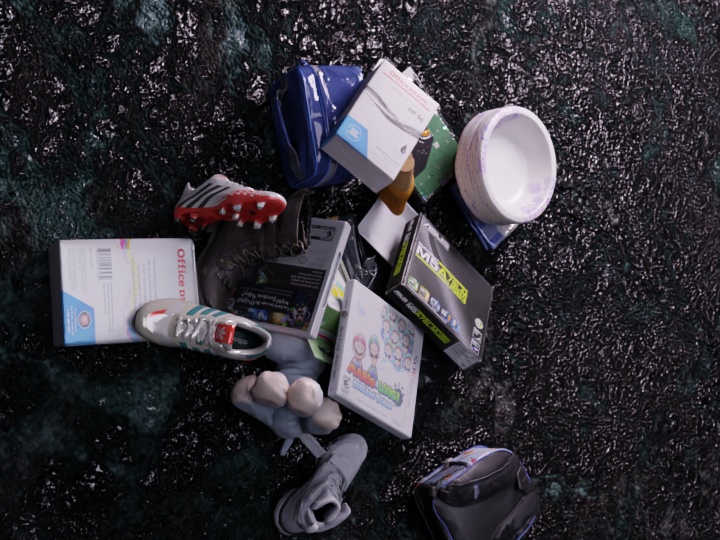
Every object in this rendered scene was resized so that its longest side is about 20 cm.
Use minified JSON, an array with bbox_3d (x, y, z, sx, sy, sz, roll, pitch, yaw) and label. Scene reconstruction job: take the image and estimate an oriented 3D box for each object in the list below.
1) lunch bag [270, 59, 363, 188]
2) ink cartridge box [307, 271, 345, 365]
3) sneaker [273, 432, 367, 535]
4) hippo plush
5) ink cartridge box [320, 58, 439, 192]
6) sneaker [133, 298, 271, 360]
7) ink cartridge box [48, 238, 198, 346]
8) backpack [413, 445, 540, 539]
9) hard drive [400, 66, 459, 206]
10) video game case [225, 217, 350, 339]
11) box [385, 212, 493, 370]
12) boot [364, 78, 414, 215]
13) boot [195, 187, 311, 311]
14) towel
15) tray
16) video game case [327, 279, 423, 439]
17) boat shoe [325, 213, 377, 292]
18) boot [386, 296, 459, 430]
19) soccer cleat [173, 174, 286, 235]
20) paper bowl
[{"bbox_3d":[-0.070,-0.238,1.592,0.130,0.135,0.204,-10,86,-31],"label":"lunch bag"},{"bbox_3d":[-0.056,0.051,1.528,0.103,0.059,0.202,31,26,-51],"label":"ink cartridge box"},{"bbox_3d":[-0.041,0.336,1.547,0.200,0.114,0.076,-44,105,-27],"label":"sneaker"},{"bbox_3d":[-0.084,0.164,1.503,0.201,0.157,0.163,53,44,-42],"label":"hippo plush"},{"bbox_3d":[0.040,-0.238,1.531,0.115,0.068,0.202,37,64,-12],"label":"ink cartridge box"},{"bbox_3d":[-0.215,0.081,1.391,0.197,0.093,0.072,16,78,-21],"label":"sneaker"},{"bbox_3d":[-0.340,0.031,1.433,0.197,0.084,0.148,-2,85,-29],"label":"ink cartridge box"},{"bbox_3d":[0.196,0.391,1.657,0.189,0.154,0.203,-28,104,-21],"label":"backpack"},{"bbox_3d":[0.091,-0.235,1.740,0.140,0.038,0.201,-43,104,-27],"label":"hard drive"},{"bbox_3d":[-0.125,0.002,1.508,0.023,0.197,0.185,42,61,-55],"label":"video game case"},{"bbox_3d":[0.136,0.034,1.655,0.200,0.047,0.194,44,38,-18],"label":"box"},{"bbox_3d":[0.038,-0.204,1.649,0.070,0.145,0.204,-12,67,-13],"label":"boot"},{"bbox_3d":[-0.155,-0.026,1.480,0.069,0.171,0.203,44,46,-53],"label":"boot"},{"bbox_3d":[0.264,-0.149,1.837,0.199,0.024,0.148,-40,103,-27],"label":"towel"},{"bbox_3d":[0.083,-0.041,1.720,0.200,0.022,0.108,45,64,-17],"label":"tray"},{"bbox_3d":[0.028,0.139,1.522,0.199,0.023,0.185,37,54,-44],"label":"video game case"},{"bbox_3d":[0.000,0.000,1.633,0.061,0.075,0.203,-22,92,8],"label":"boat shoe"},{"bbox_3d":[0.073,0.147,1.658,0.168,0.076,0.201,-48,113,-29],"label":"boot"},{"bbox_3d":[-0.195,-0.107,1.481,0.069,0.197,0.087,44,48,-47],"label":"soccer cleat"},{"bbox_3d":[0.246,-0.181,1.749,0.198,0.104,0.205,2,86,-38],"label":"paper bowl"}]
